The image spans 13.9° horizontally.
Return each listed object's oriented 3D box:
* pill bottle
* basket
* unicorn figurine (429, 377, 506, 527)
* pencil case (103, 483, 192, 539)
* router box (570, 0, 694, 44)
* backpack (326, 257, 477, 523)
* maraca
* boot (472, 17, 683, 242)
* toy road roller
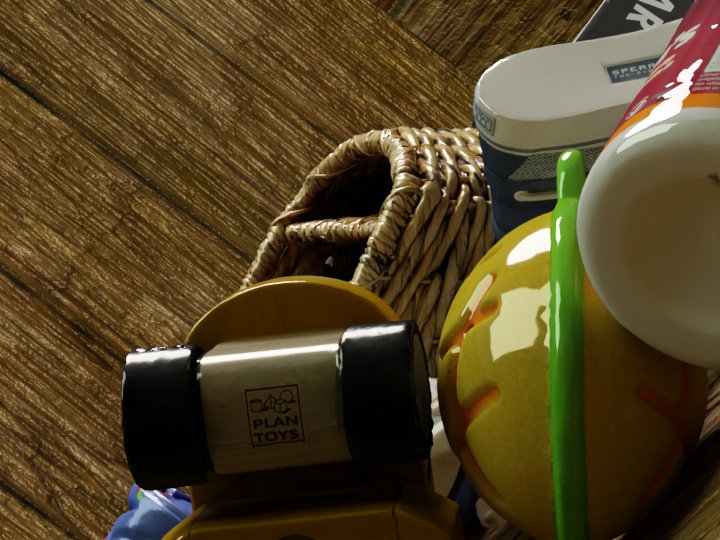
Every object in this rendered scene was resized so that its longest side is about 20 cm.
[{"bbox_3d":[0.163,-0.056,1.146,0.110,0.110,0.200,-52,2,39],"label":"pill bottle"},{"bbox_3d":[0.000,0.000,1.505,0.200,0.149,0.143,-174,79,-73],"label":"basket"},{"bbox_3d":[0.024,0.092,1.324,0.137,0.074,0.200,-47,20,11],"label":"unicorn figurine"},{"bbox_3d":[-0.127,0.186,1.373,0.200,0.078,0.087,-52,31,2],"label":"pencil case"},{"bbox_3d":[0.143,-0.112,1.572,0.200,0.051,0.149,-53,-6,-42],"label":"router box"},{"bbox_3d":[0.000,0.104,1.674,0.200,0.162,0.168,-67,-10,-45],"label":"backpack"},{"bbox_3d":[0.086,0.033,1.192,0.200,0.107,0.137,-81,-9,-63],"label":"maraca"},{"bbox_3d":[0.153,-0.063,1.359,0.073,0.200,0.090,-95,-2,-47],"label":"boot"},{"bbox_3d":[-0.017,0.102,1.214,0.146,0.123,0.200,-43,-54,-80],"label":"toy road roller"}]
